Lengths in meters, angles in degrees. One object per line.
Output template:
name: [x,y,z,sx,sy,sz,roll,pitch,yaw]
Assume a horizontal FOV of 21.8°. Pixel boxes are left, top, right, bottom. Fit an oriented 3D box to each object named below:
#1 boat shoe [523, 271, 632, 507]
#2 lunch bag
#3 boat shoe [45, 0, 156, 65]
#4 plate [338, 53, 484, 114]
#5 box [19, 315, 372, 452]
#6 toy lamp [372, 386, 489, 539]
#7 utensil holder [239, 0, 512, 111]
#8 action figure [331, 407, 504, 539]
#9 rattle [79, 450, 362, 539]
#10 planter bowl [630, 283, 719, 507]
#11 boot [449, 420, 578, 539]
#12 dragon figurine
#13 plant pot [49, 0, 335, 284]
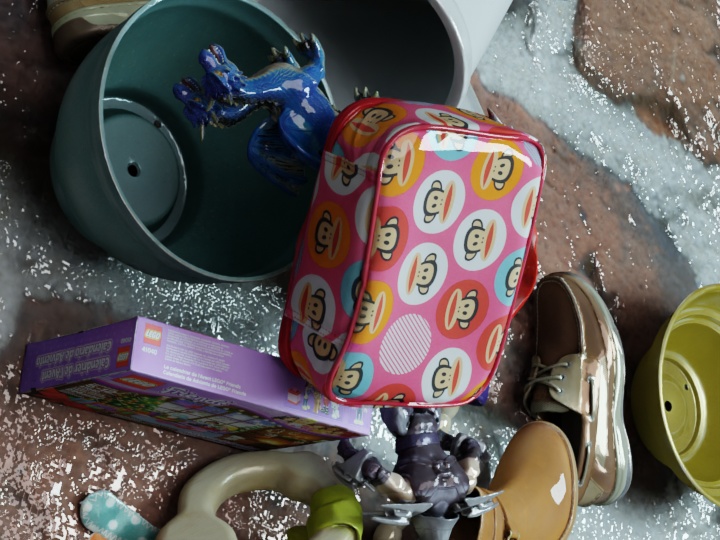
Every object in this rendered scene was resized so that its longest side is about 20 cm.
boat shoe: [0.175,0.100,1.555,0.072,0.076,0.200,-7,83,-40]
lunch bag: [0.047,-0.009,1.228,0.176,0.082,0.200,4,107,-38]
boat shoe: [-0.137,-0.193,1.354,0.200,0.072,0.076,-2,66,-43]
plate: [0.037,-0.122,1.455,0.200,0.032,0.200,10,47,-39]
box: [-0.110,0.081,1.266,0.200,0.137,0.039,19,69,-37]
toy lamp: [0.048,0.138,1.414,0.058,0.058,0.200,32,74,-32]
utensil holder: [0.027,-0.210,1.362,0.170,0.170,0.200,52,40,-20]
action figure: [0.037,0.108,1.334,0.130,0.069,0.200,2,75,-48]
rattle: [-0.103,0.211,1.315,0.200,0.143,0.130,-18,60,-27]
planter bowl: [0.299,0.116,1.651,0.200,0.083,0.200,11,73,-40]
boot: [0.105,0.188,1.434,0.155,0.074,0.200,50,51,-56]
dragon figurine: [-0.037,-0.087,1.238,0.200,0.059,0.099,45,55,-24]
plant pot: [-0.130,-0.079,1.284,0.200,0.134,0.200,11,72,-39]
